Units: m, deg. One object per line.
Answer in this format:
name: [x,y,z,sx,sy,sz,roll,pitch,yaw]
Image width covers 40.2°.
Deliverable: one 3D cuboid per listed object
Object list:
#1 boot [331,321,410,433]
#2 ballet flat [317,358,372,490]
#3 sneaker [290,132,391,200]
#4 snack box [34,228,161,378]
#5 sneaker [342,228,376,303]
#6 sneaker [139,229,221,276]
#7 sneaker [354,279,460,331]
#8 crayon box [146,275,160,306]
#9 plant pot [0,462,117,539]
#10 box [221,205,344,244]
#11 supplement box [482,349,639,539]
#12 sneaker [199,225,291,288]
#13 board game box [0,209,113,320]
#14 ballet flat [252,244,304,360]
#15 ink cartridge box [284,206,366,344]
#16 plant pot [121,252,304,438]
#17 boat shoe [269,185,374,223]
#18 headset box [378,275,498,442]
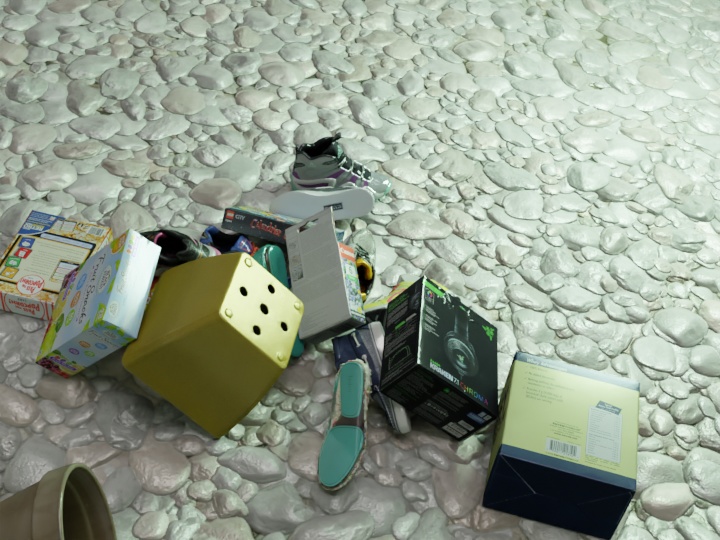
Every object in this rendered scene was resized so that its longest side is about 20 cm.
boot: [0.016,0.180,1.560,0.089,0.073,0.202,-20,51,3]
ballet flat: [-0.015,0.234,1.478,0.075,0.064,0.202,6,70,19]
sneaker: [-0.033,-0.205,1.875,0.197,0.141,0.078,1,44,-7]
snack box: [-0.401,0.052,1.505,0.067,0.199,0.170,34,45,-32]
sneaker: [0.000,0.000,1.705,0.077,0.082,0.201,28,44,-17]
sneaker: [-0.315,-0.040,1.586,0.198,0.086,0.081,5,68,36]
sneaker: [0.068,0.063,1.678,0.198,0.079,0.090,-10,39,-26]
crayon box: [-0.317,0.085,1.604,0.126,0.051,0.200,-25,54,-30]
plant pot: [-0.416,0.359,1.231,0.171,0.201,0.201,-13,46,1]
box: [-0.135,-0.073,1.750,0.197,0.038,0.137,14,8,6]
supplement box: [0.300,0.257,1.464,0.197,0.135,0.201,14,45,5]
sneaker: [-0.199,-0.018,1.706,0.198,0.079,0.076,17,45,9]
board game box: [-0.528,-0.009,1.670,0.149,0.047,0.201,13,45,4]
ballet flat: [-0.144,0.060,1.638,0.067,0.070,0.203,4,67,-50]
ink cartridge box: [-0.060,0.008,1.630,0.050,0.108,0.202,23,51,-51]
plant pot: [-0.200,0.091,1.463,0.200,0.176,0.201,42,38,-23]
boat shoe: [-0.072,-0.125,1.847,0.197,0.073,0.068,-10,11,1]
headset box: [0.127,0.133,1.541,0.173,0.093,0.201,35,38,-23]
